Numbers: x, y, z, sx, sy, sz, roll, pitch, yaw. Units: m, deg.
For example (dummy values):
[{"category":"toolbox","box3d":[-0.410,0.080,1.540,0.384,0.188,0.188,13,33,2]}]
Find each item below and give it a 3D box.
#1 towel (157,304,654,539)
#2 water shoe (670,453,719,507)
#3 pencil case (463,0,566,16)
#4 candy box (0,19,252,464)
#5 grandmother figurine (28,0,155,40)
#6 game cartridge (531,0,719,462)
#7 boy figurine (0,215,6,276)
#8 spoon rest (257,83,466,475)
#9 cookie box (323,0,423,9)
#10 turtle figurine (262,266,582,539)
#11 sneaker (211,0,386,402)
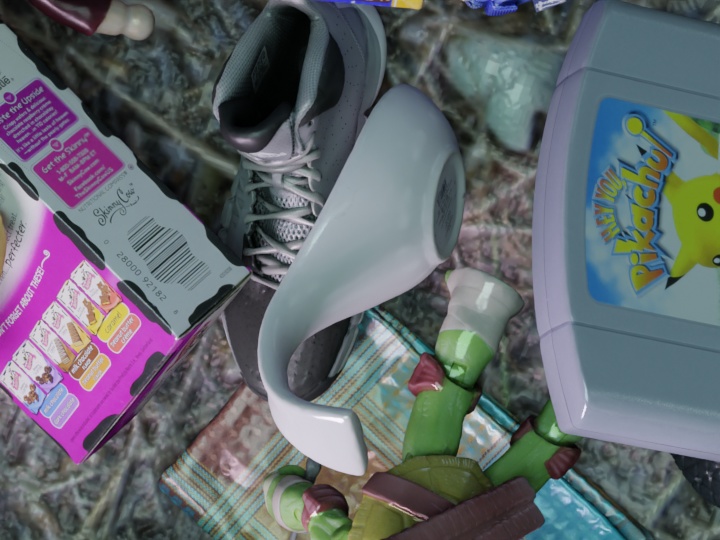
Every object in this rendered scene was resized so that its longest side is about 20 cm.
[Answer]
[{"category":"towel","box3d":[0.019,0.118,1.319,0.200,0.022,0.147,41,100,2]},{"category":"water shoe","box3d":[0.155,0.011,1.272,0.079,0.071,0.200,-23,88,-20]},{"category":"pencil case","box3d":[0.044,-0.208,1.247,0.087,0.078,0.200,-30,90,-10]},{"category":"candy box","box3d":[-0.160,-0.023,1.275,0.200,0.061,0.136,45,141,2]},{"category":"grandmother figurine","box3d":[-0.125,-0.161,1.244,0.200,0.061,0.121,-19,84,-24]},{"category":"game cartridge","box3d":[0.142,-0.019,1.217,0.133,0.040,0.200,9,71,-16]},{"category":"boy figurine","box3d":[-0.215,0.030,1.268,0.124,0.064,0.200,62,145,29]},{"category":"spoon rest","box3d":[0.000,0.000,1.229,0.060,0.200,0.099,6,138,17]},{"category":"cookie box","box3d":[-0.060,-0.190,1.127,0.200,0.171,0.075,4,60,-5]},{"category":"turtle figurine","box3d":[0.037,0.111,1.269,0.144,0.200,0.194,23,75,33]},{"category":"sneaker","box3d":[-0.042,-0.036,1.253,0.075,0.115,0.200,6,91,16]}]
